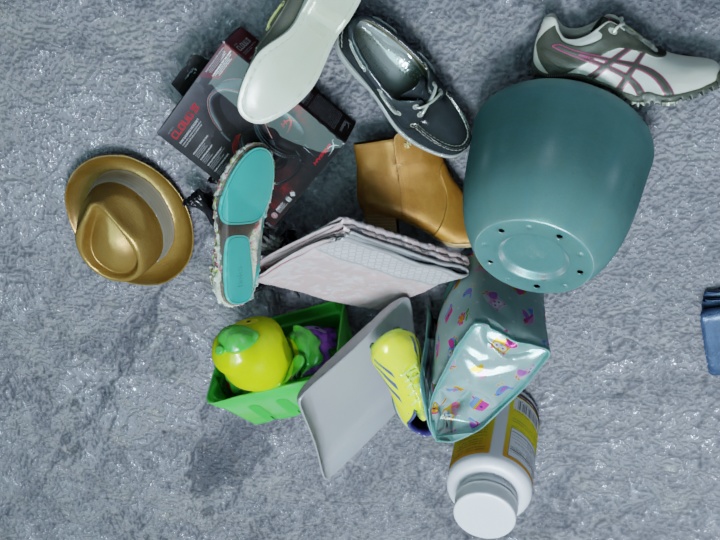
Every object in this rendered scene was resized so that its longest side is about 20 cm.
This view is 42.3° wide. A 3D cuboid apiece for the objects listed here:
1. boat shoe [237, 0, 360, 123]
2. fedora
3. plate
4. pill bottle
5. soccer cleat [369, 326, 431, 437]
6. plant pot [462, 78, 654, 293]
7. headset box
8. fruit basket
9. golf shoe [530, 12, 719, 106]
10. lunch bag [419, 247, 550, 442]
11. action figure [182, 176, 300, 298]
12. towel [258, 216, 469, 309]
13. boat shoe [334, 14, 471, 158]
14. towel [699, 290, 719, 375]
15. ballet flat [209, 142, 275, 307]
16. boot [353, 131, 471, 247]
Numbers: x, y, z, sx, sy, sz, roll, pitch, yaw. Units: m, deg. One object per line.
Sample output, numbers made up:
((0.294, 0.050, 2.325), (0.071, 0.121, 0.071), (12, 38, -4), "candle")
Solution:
((-0.070, -0.251, 1.011), (0.072, 0.060, 0.202), (30, 100, -32), "boat shoe")
((-0.319, -0.052, 1.233), (0.200, 0.082, 0.201), (7, 122, 11), "fedora")
((-0.001, 0.149, 1.201), (0.032, 0.200, 0.200), (32, 151, 33), "plate")
((0.174, 0.249, 1.217), (0.109, 0.200, 0.110), (7, 123, 11), "pill bottle")
((0.064, 0.142, 1.167), (0.065, 0.084, 0.200), (-28, 143, -5), "soccer cleat")
((0.198, -0.075, 0.991), (0.200, 0.161, 0.201), (15, 148, 10), "plant pot")
((-0.131, -0.175, 1.103), (0.200, 0.075, 0.149), (39, 117, -10), "headset box")
((-0.121, 0.109, 1.235), (0.215, 0.156, 0.216), (5, 136, 4), "fruit basket")
((0.279, -0.220, 0.970), (0.199, 0.077, 0.088), (4, 116, 12), "golf shoe")
((0.139, 0.095, 1.147), (0.122, 0.171, 0.200), (21, 128, -9), "lunch bag")
((-0.139, -0.032, 1.188), (0.119, 0.102, 0.200), (-36, 104, 26), "action figure")
((0.000, 0.000, 1.119), (0.200, 0.032, 0.191), (16, 155, -34), "towel")
((0.052, -0.202, 1.035), (0.200, 0.060, 0.076), (38, 83, -12), "boat shoe")
((0.510, 0.070, 1.105), (0.199, 0.049, 0.112), (-7, 119, 18), "towel")
((-0.147, -0.056, 1.086), (0.075, 0.064, 0.201), (3, 107, -31), "ballet flat")
((0.095, -0.102, 1.101), (0.200, 0.071, 0.145), (-5, 106, 3), "boot")
